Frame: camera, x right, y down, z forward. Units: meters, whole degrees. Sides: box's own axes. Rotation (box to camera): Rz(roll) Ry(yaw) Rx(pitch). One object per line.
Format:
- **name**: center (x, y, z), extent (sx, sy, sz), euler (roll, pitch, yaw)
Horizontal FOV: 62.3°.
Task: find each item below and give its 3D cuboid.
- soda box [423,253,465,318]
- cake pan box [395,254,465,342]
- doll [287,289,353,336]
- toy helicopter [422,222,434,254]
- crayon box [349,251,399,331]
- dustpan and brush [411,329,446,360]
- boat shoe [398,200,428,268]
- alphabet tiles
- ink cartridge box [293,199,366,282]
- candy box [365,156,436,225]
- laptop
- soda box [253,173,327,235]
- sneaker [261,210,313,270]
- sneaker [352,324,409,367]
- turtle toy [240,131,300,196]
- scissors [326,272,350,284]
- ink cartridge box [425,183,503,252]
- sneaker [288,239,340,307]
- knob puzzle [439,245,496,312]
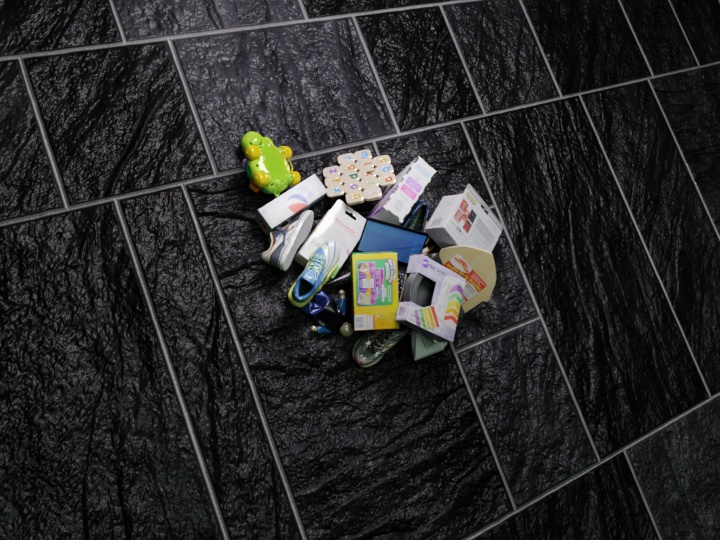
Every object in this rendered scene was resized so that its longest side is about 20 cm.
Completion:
- **soda box**: center (0.218, 0.054, 1.681), extent (0.071, 0.063, 0.201), euler (-32, 104, -24)
- **cake pan box**: center (0.185, 0.074, 1.570), extent (0.200, 0.052, 0.185), euler (28, 68, -36)
- **doll**: center (-0.093, 0.101, 1.583), extent (0.200, 0.048, 0.136), euler (44, 84, -7)
- **toy helicopter**: center (0.137, -0.062, 1.715), extent (0.132, 0.079, 0.200), euler (39, 77, -17)
- **crayon box**: center (0.036, 0.052, 1.541), extent (0.118, 0.058, 0.201), euler (-2, 94, -7)
- **dustpan and brush**: center (0.186, 0.132, 1.626), extent (0.139, 0.057, 0.201), euler (-12, 88, -43)
- **boat shoe**: center (0.132, -0.100, 1.641), extent (0.084, 0.069, 0.201), euler (14, 93, -6)
- **alphabet tiles**: center (-0.004, -0.263, 1.671), extent (0.195, 0.015, 0.201), euler (-13, 51, 1)
- **ink cartridge box**: center (-0.077, -0.081, 1.630), extent (0.117, 0.067, 0.200), euler (37, 68, -7)
- **candy box**: center (0.106, -0.202, 1.675), extent (0.071, 0.168, 0.200), euler (38, 67, -9)
- **laptop**: center (0.072, -0.012, 1.577), extent (0.177, 0.103, 0.201), euler (14, 67, -8)
- **soda box**: center (-0.188, -0.179, 1.615), extent (0.200, 0.068, 0.064), euler (-37, 91, -25)
- **sneaker**: center (-0.194, -0.093, 1.581), extent (0.079, 0.079, 0.200), euler (17, 53, 14)
- **sneaker**: center (0.058, 0.179, 1.605), extent (0.200, 0.075, 0.081), euler (-41, 83, -22)
- **turtle toy**: center (-0.259, -0.286, 1.597), extent (0.145, 0.101, 0.201), euler (-10, 76, -46)
- **scissors**: center (0.000, 0.000, 1.627), extent (0.200, 0.073, 0.014), euler (-31, 128, -35)
- **ink cartridge box**: center (0.307, -0.122, 1.743), extent (0.200, 0.084, 0.176), euler (46, 63, -27)
- **sneaker**: center (-0.109, 0.006, 1.509), extent (0.076, 0.105, 0.200), euler (32, 80, -7)
- **knob puzzle**: center (0.300, 0.009, 1.697), extent (0.220, 0.220, 0.030), euler (48, 31, -3)
